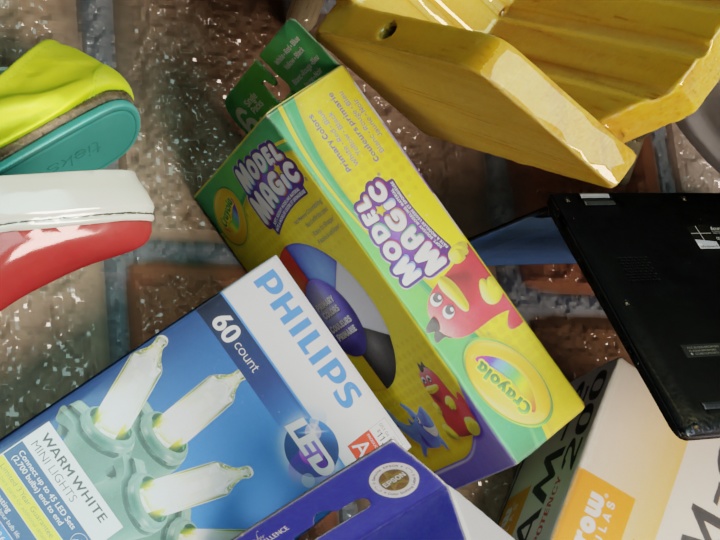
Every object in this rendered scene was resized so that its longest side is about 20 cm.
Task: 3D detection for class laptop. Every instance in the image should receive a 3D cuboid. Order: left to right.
[{"bbox_3d":[0.152,0.026,0.822,0.186,0.116,0.201,-2,46,-26],"label":"laptop"}]

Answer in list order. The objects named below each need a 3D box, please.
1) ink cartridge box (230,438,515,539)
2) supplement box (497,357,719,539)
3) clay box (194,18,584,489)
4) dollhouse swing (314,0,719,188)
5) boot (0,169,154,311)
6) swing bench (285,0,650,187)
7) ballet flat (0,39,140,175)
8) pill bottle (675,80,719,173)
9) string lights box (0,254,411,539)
[{"bbox_3d":[0.041,0.151,0.746,0.200,0.094,0.037,43,27,-28],"label":"ink cartridge box"},{"bbox_3d":[0.159,0.148,0.851,0.199,0.073,0.127,32,61,-12],"label":"supplement box"},{"bbox_3d":[0.000,0.000,0.803,0.048,0.115,0.200,-36,89,-25],"label":"clay box"},{"bbox_3d":[0.059,-0.176,0.720,0.200,0.181,0.176,-52,123,-10],"label":"dollhouse swing"},{"bbox_3d":[-0.159,0.046,0.676,0.199,0.072,0.145,-16,89,-14],"label":"boot"},{"bbox_3d":[0.094,-0.183,0.907,0.198,0.130,0.201,23,63,-16],"label":"swing bench"},{"bbox_3d":[-0.182,-0.036,0.764,0.200,0.067,0.067,-35,68,-28],"label":"ballet flat"},{"bbox_3d":[0.223,-0.118,0.763,0.111,0.111,0.200,45,84,-5],"label":"pill bottle"},{"bbox_3d":[-0.087,0.091,0.760,0.200,0.059,0.103,-36,89,-31],"label":"string lights box"}]
